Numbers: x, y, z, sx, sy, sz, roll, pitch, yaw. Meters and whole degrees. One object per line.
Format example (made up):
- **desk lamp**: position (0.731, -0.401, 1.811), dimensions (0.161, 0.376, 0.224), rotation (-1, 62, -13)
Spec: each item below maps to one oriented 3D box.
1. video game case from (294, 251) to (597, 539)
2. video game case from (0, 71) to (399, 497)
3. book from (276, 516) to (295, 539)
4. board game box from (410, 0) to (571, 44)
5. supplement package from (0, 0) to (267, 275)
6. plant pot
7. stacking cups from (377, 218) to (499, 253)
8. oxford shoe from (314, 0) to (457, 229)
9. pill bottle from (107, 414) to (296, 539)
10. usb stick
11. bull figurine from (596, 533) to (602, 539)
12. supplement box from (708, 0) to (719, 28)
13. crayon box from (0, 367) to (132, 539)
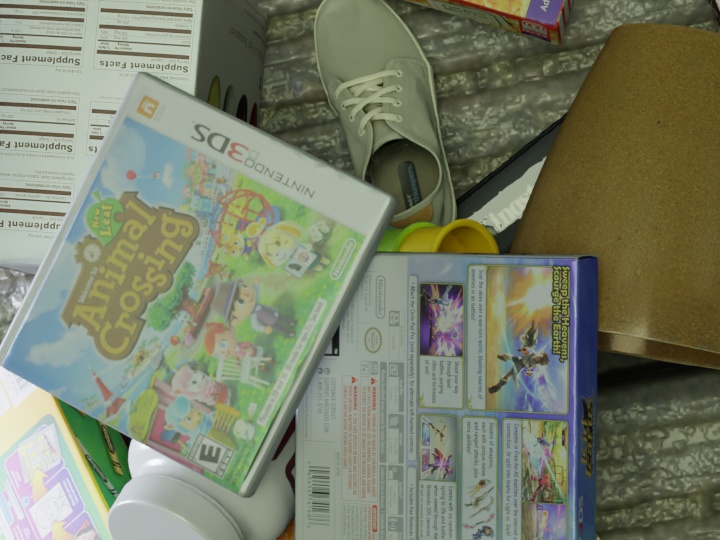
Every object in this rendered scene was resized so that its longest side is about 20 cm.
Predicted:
- **video game case**: position (0.051, 0.089, 1.369), dimensions (0.181, 0.045, 0.201), rotation (2, 93, 24)
- **video game case**: position (-0.100, 0.007, 1.373), dimensions (0.182, 0.022, 0.200), rotation (27, 91, 15)
- **book**: position (0.016, 0.126, 1.477), dimensions (0.200, 0.134, 0.048), rotation (-23, 126, 21)
- **board game box**: position (0.061, -0.253, 1.540), dimensions (0.200, 0.046, 0.152), rotation (17, 83, 11)
- **supplement package**: position (-0.155, -0.093, 1.504), dimensions (0.147, 0.191, 0.201), rotation (4, 87, 10)
- **plant pot**: position (0.187, -0.048, 1.446), dimensions (0.186, 0.186, 0.201), rotation (8, 86, 10)
- **stacking cups**: position (0.000, 0.000, 1.485), dimensions (0.200, 0.060, 0.061), rotation (-2, 84, 48)
- **oxford shoe**: position (0.015, -0.106, 1.533), dimensions (0.075, 0.058, 0.200), rotation (-22, 68, 13)
- **pill bottle**: position (-0.075, 0.102, 1.450), dimensions (0.113, 0.113, 0.200), rotation (25, 52, 11)
- **usb stick**: position (0.100, -0.041, 1.536), dimensions (0.200, 0.033, 0.056), rotation (-38, 80, 5)
- **bull figurine**: position (0.126, 0.231, 1.494), dimensions (0.121, 0.065, 0.200), rotation (-40, 80, 3)
- **supplement box**: position (0.323, -0.213, 1.497), dimensions (0.200, 0.061, 0.109), rotation (-23, 82, 8)
- **crayon box**: position (-0.206, 0.156, 1.514), dimensions (0.119, 0.058, 0.200), rotation (-42, 57, 19)
